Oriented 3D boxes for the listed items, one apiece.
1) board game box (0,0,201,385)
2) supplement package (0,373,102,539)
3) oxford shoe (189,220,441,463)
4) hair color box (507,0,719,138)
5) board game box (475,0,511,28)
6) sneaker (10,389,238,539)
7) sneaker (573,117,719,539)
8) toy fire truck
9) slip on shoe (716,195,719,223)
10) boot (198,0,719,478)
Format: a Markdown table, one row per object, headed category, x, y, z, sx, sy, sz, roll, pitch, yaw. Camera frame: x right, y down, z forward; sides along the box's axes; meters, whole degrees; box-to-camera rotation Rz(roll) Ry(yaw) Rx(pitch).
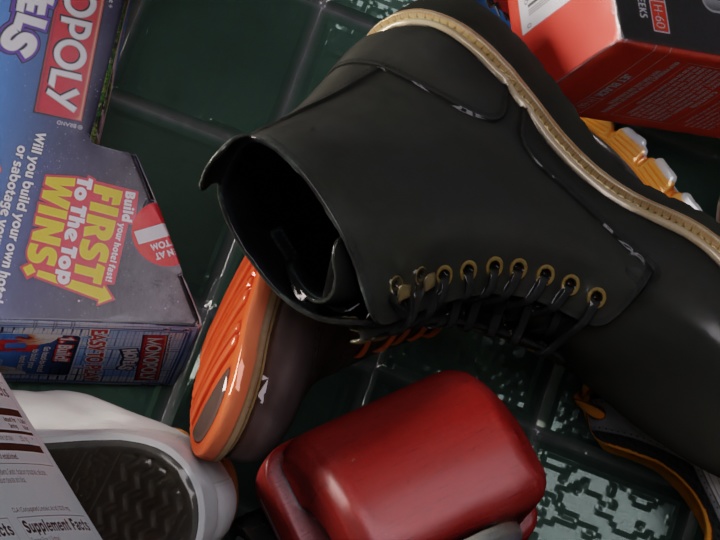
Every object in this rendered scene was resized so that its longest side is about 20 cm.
| category | x | y | z | sx | sy | sz | roll | pitch | yaw |
| --- | --- | --- | --- | --- | --- | --- | --- | --- | --- |
| board game box | -0.143 | -0.042 | 1.017 | 0.199 | 0.062 | 0.201 | 15 | 66 | -7 |
| supplement package | -0.161 | 0.149 | 0.870 | 0.191 | 0.147 | 0.201 | -35 | 79 | 11 |
| oxford shoe | 0.000 | 0.000 | 0.991 | 0.072 | 0.071 | 0.200 | 29 | 42 | -3 |
| hair color box | 0.146 | -0.099 | 1.040 | 0.199 | 0.061 | 0.102 | 6 | 67 | -33 |
| board game box | 0.085 | -0.159 | 1.110 | 0.125 | 0.035 | 0.201 | -4 | 72 | -12 |
| sneaker | -0.136 | 0.073 | 0.987 | 0.199 | 0.085 | 0.073 | 8 | 95 | 13 |
| sneaker | 0.103 | 0.026 | 1.033 | 0.077 | 0.078 | 0.201 | -34 | 72 | 2 |
| toy fire truck | 0.029 | 0.117 | 0.919 | 0.128 | 0.200 | 0.177 | -23 | 77 | -16 |
| slip on shoe | 0.218 | 0.002 | 1.015 | 0.199 | 0.061 | 0.074 | 22 | 70 | 12 |
| boot | 0.047 | 0.014 | 0.933 | 0.200 | 0.078 | 0.138 | 42 | 36 | 9 |
